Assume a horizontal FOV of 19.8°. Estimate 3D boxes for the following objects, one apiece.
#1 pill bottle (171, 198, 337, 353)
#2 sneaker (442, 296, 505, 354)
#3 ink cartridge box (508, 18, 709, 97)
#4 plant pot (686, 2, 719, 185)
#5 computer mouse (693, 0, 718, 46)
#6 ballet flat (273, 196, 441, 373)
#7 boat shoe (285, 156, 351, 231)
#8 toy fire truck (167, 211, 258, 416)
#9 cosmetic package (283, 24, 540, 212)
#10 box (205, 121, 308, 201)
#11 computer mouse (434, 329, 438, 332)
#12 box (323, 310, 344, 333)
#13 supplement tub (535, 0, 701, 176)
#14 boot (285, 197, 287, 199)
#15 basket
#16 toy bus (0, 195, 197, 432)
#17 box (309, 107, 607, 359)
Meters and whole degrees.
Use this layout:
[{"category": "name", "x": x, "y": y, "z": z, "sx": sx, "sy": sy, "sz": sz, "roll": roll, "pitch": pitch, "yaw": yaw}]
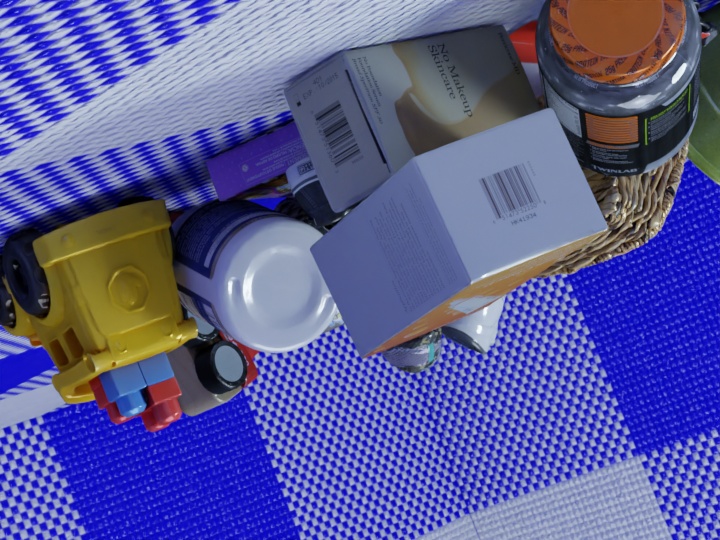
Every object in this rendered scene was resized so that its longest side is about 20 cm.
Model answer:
[{"category": "pill bottle", "x": -0.099, "y": -0.003, "z": 1.743, "sx": 0.111, "sy": 0.112, "sz": 0.200, "roll": -20, "pitch": -163, "yaw": -18}, {"category": "sneaker", "x": 0.115, "y": 0.026, "z": 2.003, "sx": 0.200, "sy": 0.074, "sz": 0.087, "roll": -95, "pitch": -150, "yaw": -84}, {"category": "ink cartridge box", "x": 0.180, "y": -0.157, "z": 1.733, "sx": 0.161, "sy": 0.050, "sz": 0.200, "roll": 3, "pitch": 171, "yaw": -19}, {"category": "plant pot", "x": 0.392, "y": -0.199, "z": 1.900, "sx": 0.200, "sy": 0.201, "sz": 0.190, "roll": -16, "pitch": 160, "yaw": -50}, {"category": "computer mouse", "x": 0.235, "y": -0.199, "z": 1.778, "sx": 0.140, "sy": 0.046, "sz": 0.200, "roll": -6, "pitch": 168, "yaw": 6}, {"category": "ballet flat", "x": 0.000, "y": 0.000, "z": 1.790, "sx": 0.072, "sy": 0.200, "sz": 0.072, "roll": -40, "pitch": 167, "yaw": -11}, {"category": "boat shoe", "x": -0.021, "y": -0.059, "z": 1.712, "sx": 0.068, "sy": 0.057, "sz": 0.200, "roll": -23, "pitch": 175, "yaw": 7}, {"category": "toy fire truck", "x": -0.129, "y": 0.016, "z": 1.953, "sx": 0.128, "sy": 0.177, "sz": 0.200, "roll": -25, "pitch": -173, "yaw": 39}, {"category": "cosmetic package", "x": 0.046, "y": -0.117, "z": 1.555, "sx": 0.071, "sy": 0.106, "sz": 0.200, "roll": -28, "pitch": 174, "yaw": 41}, {"category": "box", "x": -0.031, "y": -0.103, "z": 1.768, "sx": 0.136, "sy": 0.039, "sz": 0.200, "roll": -22, "pitch": 176, "yaw": 20}, {"category": "computer mouse", "x": 0.052, "y": -0.011, "z": 1.767, "sx": 0.044, "sy": 0.110, "sz": 0.200, "roll": -44, "pitch": 178, "yaw": 18}, {"category": "box", "x": 0.026, "y": -0.020, "z": 1.891, "sx": 0.199, "sy": 0.035, "sz": 0.110, "roll": -24, "pitch": 138, "yaw": 4}, {"category": "supplement tub", "x": 0.194, "y": -0.155, "z": 1.545, "sx": 0.122, "sy": 0.123, "sz": 0.200, "roll": -22, "pitch": 163, "yaw": 1}, {"category": "boot", "x": 0.013, "y": -0.101, "z": 1.941, "sx": 0.201, "sy": 0.071, "sz": 0.144, "roll": -30, "pitch": -174, "yaw": 15}, {"category": "basket", "x": 0.166, "y": -0.061, "z": 1.740, "sx": 0.199, "sy": 0.144, "sz": 0.149, "roll": -11, "pitch": 163, "yaw": 33}, {"category": "toy bus", "x": -0.219, "y": 0.051, "z": 1.745, "sx": 0.135, "sy": 0.193, "sz": 0.200, "roll": -21, "pitch": 177, "yaw": -29}, {"category": "box", "x": 0.067, "y": -0.024, "z": 1.497, "sx": 0.124, "sy": 0.098, "sz": 0.200, "roll": -21, "pitch": 173, "yaw": -27}]
